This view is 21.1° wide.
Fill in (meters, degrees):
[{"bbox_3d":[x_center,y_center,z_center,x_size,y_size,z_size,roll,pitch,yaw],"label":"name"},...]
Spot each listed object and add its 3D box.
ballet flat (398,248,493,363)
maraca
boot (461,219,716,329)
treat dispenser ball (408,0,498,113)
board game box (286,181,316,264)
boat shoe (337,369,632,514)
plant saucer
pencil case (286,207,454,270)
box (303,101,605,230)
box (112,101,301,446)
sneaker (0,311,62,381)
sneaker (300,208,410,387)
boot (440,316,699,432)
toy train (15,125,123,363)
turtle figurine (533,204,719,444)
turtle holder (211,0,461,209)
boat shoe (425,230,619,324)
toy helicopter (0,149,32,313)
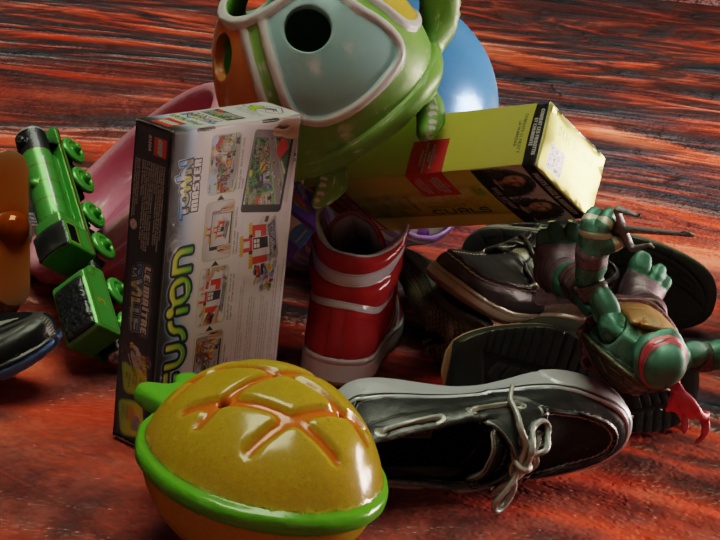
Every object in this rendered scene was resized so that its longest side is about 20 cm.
[{"bbox_3d":[0.056,0.028,1.436,0.067,0.047,0.200,26,10,-15],"label":"ballet flat"},{"bbox_3d":[-0.058,0.097,1.048,0.136,0.108,0.200,10,15,-17],"label":"maraca"},{"bbox_3d":[0.187,-0.013,1.569,0.202,0.074,0.154,10,14,6],"label":"boot"},{"bbox_3d":[0.023,-0.146,1.714,0.199,0.202,0.201,6,17,-2],"label":"treat dispenser ball"},{"bbox_3d":[-0.091,-0.021,1.374,0.045,0.135,0.200,39,11,-13],"label":"board game box"},{"bbox_3d":[0.078,0.101,1.148,0.198,0.074,0.068,7,24,-23],"label":"boat shoe"},{"bbox_3d":[-0.163,-0.056,1.450,0.051,0.200,0.201,48,5,-19],"label":"plant saucer"},{"bbox_3d":[-0.002,-0.051,1.489,0.083,0.086,0.199,1,-6,-35],"label":"pencil case"},{"bbox_3d":[0.060,-0.067,1.301,0.199,0.050,0.075,-1,-28,40],"label":"box"},{"bbox_3d":[-0.094,0.002,1.183,0.035,0.202,0.110,20,21,38],"label":"box"},{"bbox_3d":[-0.289,0.026,1.231,0.198,0.083,0.071,10,17,9],"label":"sneaker"},{"bbox_3d":[0.000,0.000,1.378,0.071,0.113,0.200,8,17,3],"label":"sneaker"},{"bbox_3d":[0.111,0.064,1.307,0.199,0.078,0.138,12,7,-34],"label":"boot"},{"bbox_3d":[-0.200,-0.022,1.329,0.056,0.042,0.201,31,30,-51],"label":"toy train"},{"bbox_3d":[0.174,0.026,1.182,0.150,0.101,0.200,40,3,-18],"label":"turtle figurine"},{"bbox_3d":[-0.012,-0.145,1.268,0.185,0.132,0.141,-24,31,14],"label":"turtle holder"},{"bbox_3d":[0.123,0.003,1.414,0.199,0.065,0.072,14,21,-49],"label":"boat shoe"},{"bbox_3d":[-0.268,-0.056,1.311,0.079,0.201,0.132,-25,30,-34],"label":"toy helicopter"}]
